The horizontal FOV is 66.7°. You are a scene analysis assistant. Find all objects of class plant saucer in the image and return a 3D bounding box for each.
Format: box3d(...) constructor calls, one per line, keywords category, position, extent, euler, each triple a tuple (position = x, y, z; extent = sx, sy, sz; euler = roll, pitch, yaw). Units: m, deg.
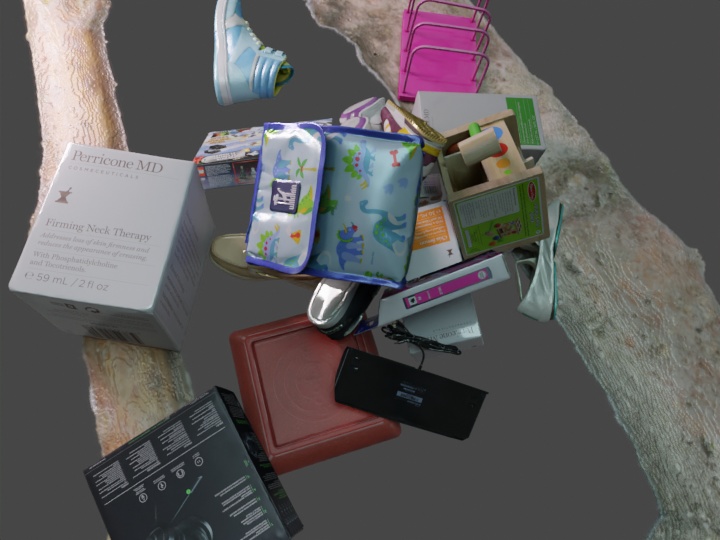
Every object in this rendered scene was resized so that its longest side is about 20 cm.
box3d(category="plant saucer", position=(-0.062, 0.148, 0.734), extent=(0.197, 0.037, 0.202), euler=(-14, 70, -11))

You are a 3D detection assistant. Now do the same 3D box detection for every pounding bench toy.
box3d(category="pounding bench toy", position=(0.169, -0.148, 0.750), extent=(0.123, 0.201, 0.158), euler=(-16, 49, 11))

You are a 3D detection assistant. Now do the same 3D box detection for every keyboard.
box3d(category="keyboard", position=(0.071, 0.136, 0.702), extent=(0.197, 0.021, 0.129), euler=(19, 100, -10))

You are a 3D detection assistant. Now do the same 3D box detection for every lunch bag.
box3d(category="lunch bag", position=(-0.032, -0.077, 0.641), extent=(0.197, 0.127, 0.173), euler=(9, 93, 8))

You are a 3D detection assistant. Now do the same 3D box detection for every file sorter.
box3d(category="file sorter", position=(0.145, -0.404, 0.934), extent=(0.137, 0.126, 0.203), euler=(6, 67, -4))

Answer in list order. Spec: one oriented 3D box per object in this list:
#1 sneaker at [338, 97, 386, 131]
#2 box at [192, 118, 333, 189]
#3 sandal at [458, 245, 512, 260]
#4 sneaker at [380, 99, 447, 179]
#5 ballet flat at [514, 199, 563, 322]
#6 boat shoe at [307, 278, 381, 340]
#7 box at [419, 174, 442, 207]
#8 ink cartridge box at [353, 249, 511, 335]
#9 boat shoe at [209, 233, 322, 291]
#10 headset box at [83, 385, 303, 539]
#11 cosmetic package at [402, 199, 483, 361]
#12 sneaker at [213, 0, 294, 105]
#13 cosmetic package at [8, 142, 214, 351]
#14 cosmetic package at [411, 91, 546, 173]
box3d(category="sneaker", position=(0.010, -0.205, 0.856), extent=(0.074, 0.100, 0.201), euler=(-17, 29, 24))
box3d(category="box", position=(-0.136, -0.173, 0.803), extent=(0.197, 0.040, 0.138), euler=(-6, 33, 2))
box3d(category="sandal", position=(0.194, -0.044, 0.831), extent=(0.082, 0.050, 0.204), euler=(32, 69, 7))
box3d(category="sneaker", position=(0.054, -0.176, 0.771), extent=(0.074, 0.201, 0.091), euler=(24, 110, -17))
box3d(category="ballet flat", position=(0.268, -0.021, 0.827), extent=(0.068, 0.070, 0.203), euler=(12, 69, -1))
box3d(category="boat shoe", position=(0.000, 0.000, 0.743), extent=(0.075, 0.060, 0.201), euler=(26, 73, 37))
box3d(category="box", position=(0.027, -0.118, 0.850), extent=(0.197, 0.039, 0.042), euler=(-5, 66, -8))
box3d(category="ink cartridge box", position=(0.082, 0.026, 0.681), extent=(0.198, 0.095, 0.038), euler=(-23, 93, 7))
box3d(category="boat shoe", position=(-0.120, -0.022, 0.779), extent=(0.197, 0.069, 0.075), euler=(10, 67, -2))
box3d(category="headset box", position=(-0.183, 0.269, 0.626), extent=(0.173, 0.093, 0.201), euler=(-32, 73, -7))
box3d(category="cosmetic package", position=(0.100, 0.015, 0.771), extent=(0.100, 0.071, 0.203), euler=(-15, 70, 9))
box3d(category="sneaker", position=(-0.175, -0.369, 0.913), extent=(0.128, 0.080, 0.203), euler=(-2, 77, -5))
box3d(category="cosmetic package", position=(-0.302, -0.024, 0.709), extent=(0.165, 0.167, 0.203), euler=(8, 66, -2))
box3d(category="cosmetic package", position=(0.183, -0.219, 0.884), extent=(0.197, 0.085, 0.109), euler=(-1, 69, -8))
